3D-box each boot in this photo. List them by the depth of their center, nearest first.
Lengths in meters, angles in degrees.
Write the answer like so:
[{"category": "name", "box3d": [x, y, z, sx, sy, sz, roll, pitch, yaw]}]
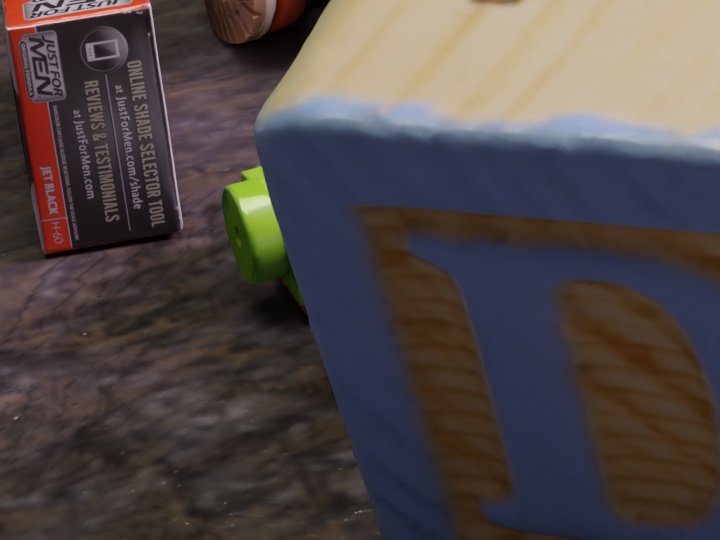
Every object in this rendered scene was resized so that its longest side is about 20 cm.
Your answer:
[{"category": "boot", "box3d": [-0.031, -0.166, 1.374, 0.107, 0.075, 0.200, -5, 24, -6]}]

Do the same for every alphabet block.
[{"category": "alphabet block", "box3d": [0.110, -0.031, 0.858, 0.196, 0.195, 0.200, 8, 47, 24]}]

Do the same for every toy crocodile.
[{"category": "toy crocodile", "box3d": [0.000, 0.000, 1.039, 0.067, 0.062, 0.200, -16, 22, -17]}]

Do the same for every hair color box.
[{"category": "hair color box", "box3d": [-0.118, -0.096, 1.211, 0.061, 0.102, 0.200, -9, 25, -6]}]
